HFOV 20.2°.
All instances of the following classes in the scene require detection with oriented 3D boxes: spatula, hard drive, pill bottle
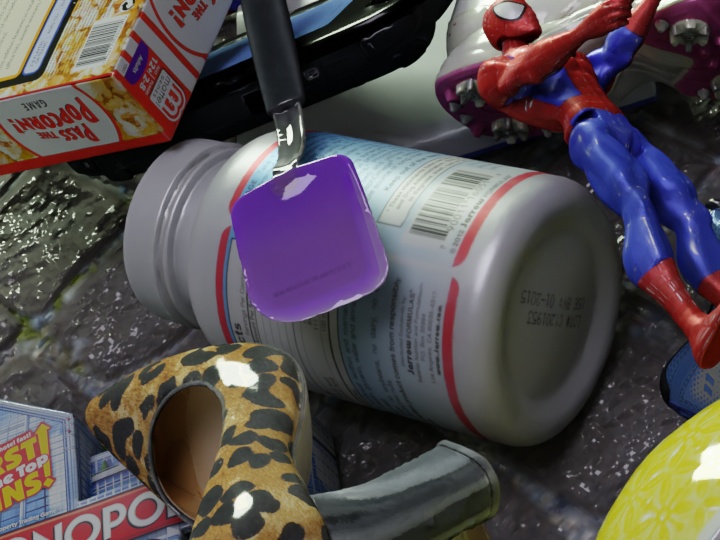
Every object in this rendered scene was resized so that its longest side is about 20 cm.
[{"bbox_3d":[-0.031,-0.059,0.818,0.056,0.021,0.201,-23,43,11],"label":"spatula"},{"bbox_3d":[0.036,-0.105,0.963,0.199,0.025,0.133,-16,50,16],"label":"hard drive"},{"bbox_3d":[0.000,0.000,0.844,0.199,0.109,0.109,14,63,36],"label":"pill bottle"}]

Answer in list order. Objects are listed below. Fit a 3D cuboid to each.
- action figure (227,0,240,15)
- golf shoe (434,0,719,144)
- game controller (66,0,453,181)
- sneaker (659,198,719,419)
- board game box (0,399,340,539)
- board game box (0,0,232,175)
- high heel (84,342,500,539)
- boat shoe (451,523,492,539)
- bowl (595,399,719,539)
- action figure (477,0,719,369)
[{"bbox_3d":[-0.103,-0.145,1.041,0.199,0.066,0.052,-27,42,9],"label":"action figure"},{"bbox_3d":[0.126,-0.117,0.860,0.198,0.075,0.092,-8,58,18],"label":"golf shoe"},{"bbox_3d":[-0.045,-0.096,0.926,0.199,0.042,0.105,-19,26,28],"label":"game controller"},{"bbox_3d":[0.174,-0.022,0.789,0.089,0.079,0.201,16,64,33],"label":"sneaker"},{"bbox_3d":[-0.106,0.125,0.837,0.199,0.062,0.201,-21,49,12],"label":"board game box"},{"bbox_3d":[-0.149,-0.118,0.956,0.199,0.046,0.152,-7,49,38],"label":"board game box"},{"bbox_3d":[-0.068,0.079,0.719,0.199,0.072,0.142,10,21,41],"label":"high heel"},{"bbox_3d":[0.043,0.163,0.728,0.071,0.064,0.201,-46,40,40],"label":"boat shoe"},{"bbox_3d":[0.152,0.116,0.638,0.199,0.108,0.202,-8,69,21],"label":"bowl"},{"bbox_3d":[0.111,-0.063,0.759,0.099,0.065,0.200,-59,45,24],"label":"action figure"}]
